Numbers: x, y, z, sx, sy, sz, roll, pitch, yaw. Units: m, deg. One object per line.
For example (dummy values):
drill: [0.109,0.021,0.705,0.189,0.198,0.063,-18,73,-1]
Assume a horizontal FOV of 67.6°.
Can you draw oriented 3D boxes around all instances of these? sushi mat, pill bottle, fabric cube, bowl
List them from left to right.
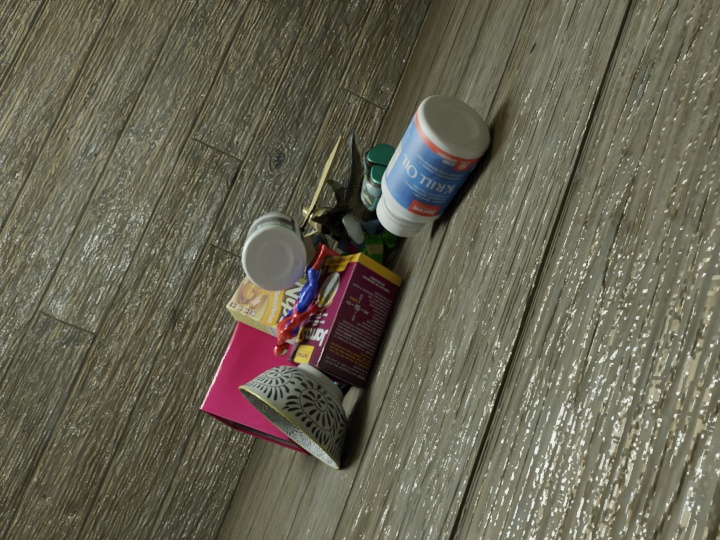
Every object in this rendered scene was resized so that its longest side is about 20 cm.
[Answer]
fabric cube: [-0.176,0.238,1.110,0.201,0.192,0.203,76,-151,-63]
pill bottle: [-0.157,-0.044,0.994,0.200,0.111,0.115,-116,50,-73]
bowl: [-0.087,0.210,0.849,0.095,0.199,0.201,-52,1,-23]
sushi mat: [-0.078,-0.176,1.098,0.096,0.012,0.203,-49,20,53]
pill bottle: [0.096,-0.142,0.791,0.201,0.110,0.114,120,171,-50]

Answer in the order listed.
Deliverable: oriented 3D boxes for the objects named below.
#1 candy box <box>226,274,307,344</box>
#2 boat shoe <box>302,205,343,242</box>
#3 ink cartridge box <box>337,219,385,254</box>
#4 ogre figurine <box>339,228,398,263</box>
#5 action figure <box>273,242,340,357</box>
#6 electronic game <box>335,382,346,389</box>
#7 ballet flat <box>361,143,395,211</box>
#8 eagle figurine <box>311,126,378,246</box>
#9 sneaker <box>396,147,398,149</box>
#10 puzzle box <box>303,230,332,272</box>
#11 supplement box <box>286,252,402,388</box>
candy box: [-0.146,0.069,1.043,0.117,0.196,0.056,-61,-23,-24]
boat shoe: [-0.072,-0.118,1.228,0.073,0.075,0.200,-62,-17,2]
ink cartridge box: [0.035,-0.135,1.244,0.136,0.075,0.203,-41,-22,-60]
ogre figurine: [0.000,0.000,1.138,0.120,0.096,0.204,152,138,-72]
action figure: [-0.095,0.055,0.909,0.203,0.051,0.065,-61,21,0]
electronic game: [-0.020,0.145,1.066,0.200,0.041,0.204,-156,89,-84]
ballet flat: [0.032,-0.171,0.994,0.201,0.073,0.075,-75,11,-57]
eagle figurine: [-0.011,-0.162,1.086,0.201,0.150,0.152,-53,2,8]
sneaker: [0.099,-0.253,1.317,0.086,0.076,0.199,-34,0,-33]
puzzle box: [-0.086,-0.019,1.189,0.200,0.025,0.136,-67,-40,-80]
supplement box: [-0.028,0.085,0.930,0.130,0.102,0.204,-7,59,58]
